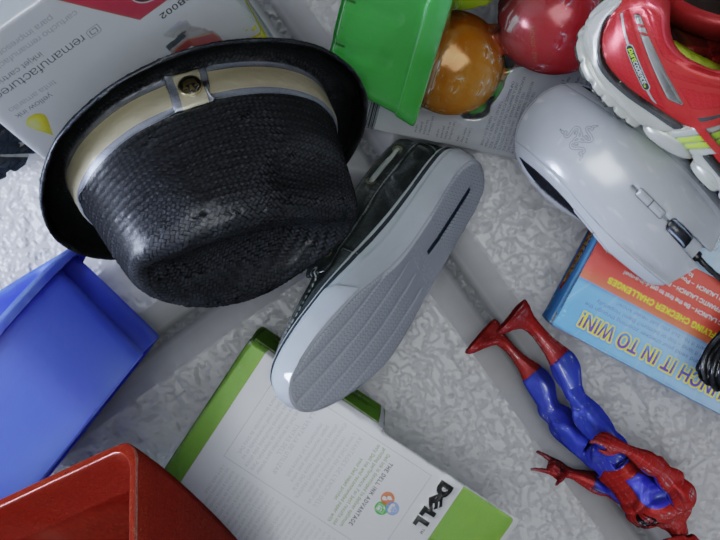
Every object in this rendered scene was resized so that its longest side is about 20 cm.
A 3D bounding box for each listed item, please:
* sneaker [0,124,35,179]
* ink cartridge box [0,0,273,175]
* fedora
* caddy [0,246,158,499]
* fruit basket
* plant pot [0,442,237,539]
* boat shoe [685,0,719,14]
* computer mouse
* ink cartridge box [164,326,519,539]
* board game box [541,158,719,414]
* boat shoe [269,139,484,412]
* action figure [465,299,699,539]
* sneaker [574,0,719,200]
[{"bbox_3d":[-0.223,-0.138,0.783,0.086,0.078,0.200,43,90,15],"label":"sneaker"},{"bbox_3d":[-0.133,-0.126,0.700,0.145,0.200,0.084,-34,59,5],"label":"ink cartridge box"},{"bbox_3d":[-0.075,-0.039,0.694,0.200,0.201,0.092,-28,61,4],"label":"fedora"},{"bbox_3d":[-0.217,0.075,0.753,0.105,0.141,0.200,39,94,-6],"label":"caddy"},{"bbox_3d":[0.085,-0.155,0.739,0.199,0.094,0.186,8,127,-10],"label":"fruit basket"},{"bbox_3d":[-0.137,0.242,0.667,0.199,0.176,0.200,-26,51,24],"label":"plant pot"},{"bbox_3d":[0.164,-0.196,0.756,0.200,0.070,0.071,24,90,-1],"label":"boat shoe"},{"bbox_3d":[0.174,-0.030,0.717,0.200,0.044,0.110,40,95,-4],"label":"computer mouse"},{"bbox_3d":[-0.024,0.154,0.783,0.200,0.076,0.148,34,94,-2],"label":"ink cartridge box"},{"bbox_3d":[0.248,-0.009,0.771,0.200,0.056,0.196,28,94,0],"label":"board game box"},{"bbox_3d":[0.000,0.000,0.756,0.071,0.072,0.200,21,60,33],"label":"boat shoe"},{"bbox_3d":[0.149,0.112,0.779,0.200,0.065,0.052,46,51,-1],"label":"action figure"},{"bbox_3d":[0.214,-0.092,0.675,0.200,0.085,0.077,29,51,-15],"label":"sneaker"}]
